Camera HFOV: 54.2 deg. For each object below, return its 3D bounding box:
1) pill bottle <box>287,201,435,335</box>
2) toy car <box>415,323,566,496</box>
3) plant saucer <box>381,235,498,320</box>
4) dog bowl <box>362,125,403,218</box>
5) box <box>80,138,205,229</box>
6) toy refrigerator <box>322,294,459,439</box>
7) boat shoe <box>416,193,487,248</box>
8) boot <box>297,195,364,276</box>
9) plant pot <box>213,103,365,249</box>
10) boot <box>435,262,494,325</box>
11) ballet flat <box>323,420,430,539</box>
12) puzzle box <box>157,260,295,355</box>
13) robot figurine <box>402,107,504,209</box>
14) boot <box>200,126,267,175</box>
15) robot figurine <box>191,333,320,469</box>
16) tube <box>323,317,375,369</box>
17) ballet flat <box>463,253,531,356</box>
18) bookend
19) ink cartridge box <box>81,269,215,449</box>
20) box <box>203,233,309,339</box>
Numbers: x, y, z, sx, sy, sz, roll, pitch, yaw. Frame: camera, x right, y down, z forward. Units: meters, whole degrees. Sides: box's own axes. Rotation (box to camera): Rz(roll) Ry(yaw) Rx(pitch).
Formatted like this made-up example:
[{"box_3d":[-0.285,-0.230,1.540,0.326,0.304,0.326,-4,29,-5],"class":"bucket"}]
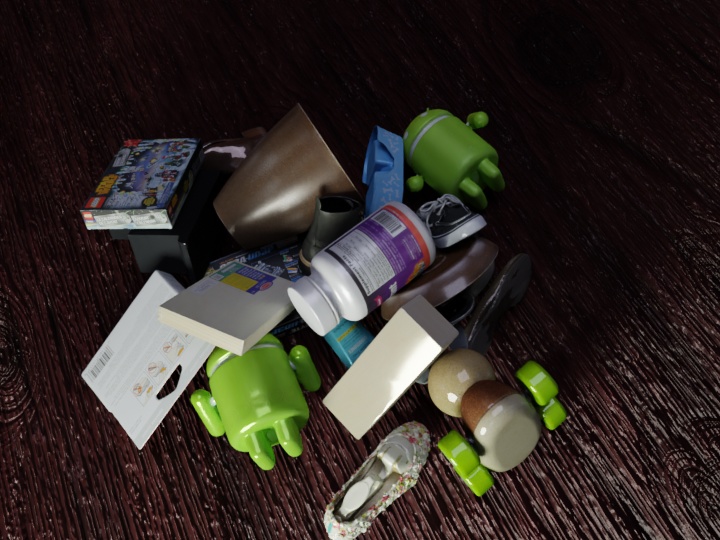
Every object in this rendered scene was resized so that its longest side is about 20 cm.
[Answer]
[{"box_3d":[0.000,0.000,0.993,0.200,0.112,0.111,-37,62,-17],"class":"pill bottle"},{"box_3d":[0.149,0.167,0.965,0.164,0.158,0.200,-40,50,-6],"class":"toy car"},{"box_3d":[0.109,0.003,1.044,0.200,0.200,0.032,-36,102,-16],"class":"plant saucer"},{"box_3d":[0.038,-0.150,1.181,0.049,0.112,0.201,8,56,-10],"class":"dog bowl"},{"box_3d":[-0.340,-0.142,1.120,0.136,0.040,0.201,-1,42,7],"class":"box"},{"box_3d":[0.040,0.132,0.955,0.076,0.200,0.070,44,31,12],"class":"toy refrigerator"},{"box_3d":[0.131,-0.081,1.078,0.073,0.199,0.068,-29,98,-3],"class":"boat shoe"},{"box_3d":[0.012,-0.054,1.083,0.199,0.139,0.078,-6,48,-23],"class":"boot"},{"box_3d":[-0.124,-0.126,1.110,0.199,0.187,0.187,-35,61,3],"class":"plant pot"},{"box_3d":[0.142,0.039,1.036,0.200,0.132,0.070,-41,98,-11],"class":"boot"},{"box_3d":[0.028,0.279,0.946,0.075,0.064,0.200,33,66,23],"class":"ballet flat"},{"box_3d":[-0.176,0.047,1.006,0.132,0.026,0.200,20,25,15],"class":"puzzle box"},{"box_3d":[0.151,-0.191,1.190,0.176,0.116,0.200,-46,63,5],"class":"robot figurine"},{"box_3d":[-0.198,-0.147,1.232,0.186,0.064,0.201,-29,65,-10],"class":"boot"},{"box_3d":[-0.145,0.170,0.986,0.175,0.116,0.201,-25,61,-4],"class":"robot figurine"},{"box_3d":[-0.008,0.112,1.043,0.077,0.050,0.200,-40,86,-13],"class":"tube"},{"box_3d":[0.202,0.052,1.077,0.046,0.067,0.200,11,58,47],"class":"ballet flat"},{"box_3d":[-0.336,-0.072,1.142,0.197,0.093,0.201,1,41,7],"class":"bookend"},{"box_3d":[-0.298,0.128,1.027,0.173,0.044,0.200,39,94,29],"class":"ink cartridge box"},{"box_3d":[-0.158,0.037,1.120,0.199,0.046,0.160,-22,59,-8],"class":"box"}]
